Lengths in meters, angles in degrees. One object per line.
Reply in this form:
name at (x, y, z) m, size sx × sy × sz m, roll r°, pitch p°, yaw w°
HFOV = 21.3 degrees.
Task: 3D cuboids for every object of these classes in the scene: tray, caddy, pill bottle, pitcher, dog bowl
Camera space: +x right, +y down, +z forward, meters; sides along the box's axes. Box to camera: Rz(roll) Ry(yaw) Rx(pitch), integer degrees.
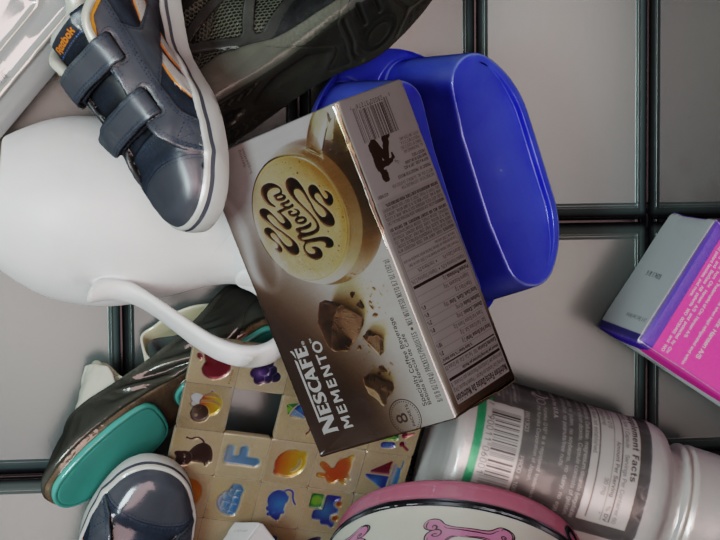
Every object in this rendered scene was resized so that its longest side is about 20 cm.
tray at (-0.251, -0.135, 1.201) m, size 0.107 × 0.022 × 0.200 m, roll 41°, pitch 84°, yaw -18°
caddy at (0.044, -0.052, 1.279) m, size 0.141 × 0.105 × 0.202 m, roll -22°, pitch 98°, yaw -31°
pill bottle at (0.143, 0.146, 1.303) m, size 0.198 × 0.113 × 0.114 m, roll 17°, pitch 92°, yaw -9°
pitcher at (-0.137, -0.016, 1.229) m, size 0.198 × 0.173 × 0.122 m, roll 7°, pitch 135°, yaw -11°
dog bowl at (0.062, 0.209, 1.249) m, size 0.198 × 0.201 × 0.074 m, roll 17°, pitch 52°, yaw -9°

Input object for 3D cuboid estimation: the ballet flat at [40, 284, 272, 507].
ballet flat at (-0.140, 0.079, 1.285) m, size 0.199 × 0.068 × 0.068 m, roll -35°, pitch 56°, yaw -13°

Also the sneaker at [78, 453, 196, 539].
sneaker at (-0.159, 0.222, 1.259) m, size 0.078 × 0.080 × 0.201 m, roll 16°, pitch 109°, yaw -19°

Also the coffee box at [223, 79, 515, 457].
coffee box at (0.000, 0.000, 1.175) m, size 0.112 × 0.080 × 0.202 m, roll -18°, pitch 95°, yaw 36°

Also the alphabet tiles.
alphabet tiles at (-0.051, 0.143, 1.290) m, size 0.166 × 0.008 × 0.202 m, roll 8°, pitch 114°, yaw -16°

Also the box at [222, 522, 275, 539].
box at (-0.059, 0.289, 1.273) m, size 0.201 × 0.036 × 0.145 m, roll 53°, pitch 55°, yaw -20°

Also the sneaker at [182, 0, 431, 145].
sneaker at (-0.051, -0.172, 1.244) m, size 0.198 × 0.076 × 0.115 m, roll -32°, pitch 62°, yaw -6°

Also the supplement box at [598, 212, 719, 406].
supplement box at (0.282, 0.056, 1.320) m, size 0.199 × 0.101 × 0.104 m, roll 34°, pitch 89°, yaw -10°

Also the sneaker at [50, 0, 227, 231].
sneaker at (-0.142, -0.114, 1.157) m, size 0.079 × 0.078 × 0.201 m, roll -1°, pitch 62°, yaw -36°
